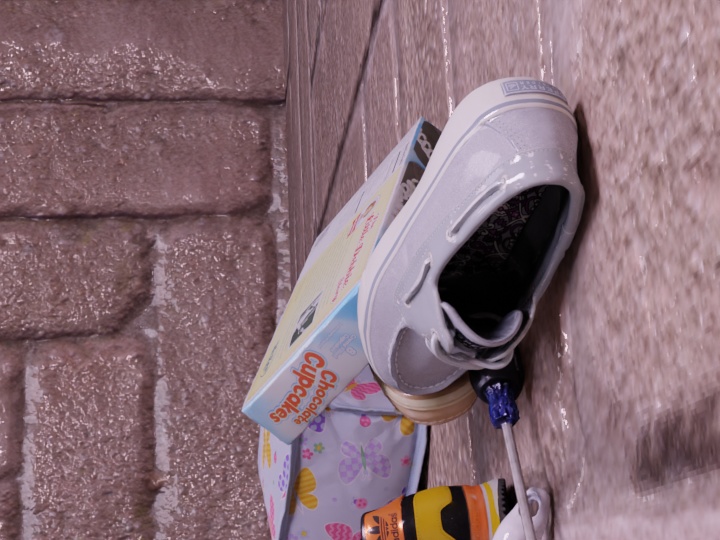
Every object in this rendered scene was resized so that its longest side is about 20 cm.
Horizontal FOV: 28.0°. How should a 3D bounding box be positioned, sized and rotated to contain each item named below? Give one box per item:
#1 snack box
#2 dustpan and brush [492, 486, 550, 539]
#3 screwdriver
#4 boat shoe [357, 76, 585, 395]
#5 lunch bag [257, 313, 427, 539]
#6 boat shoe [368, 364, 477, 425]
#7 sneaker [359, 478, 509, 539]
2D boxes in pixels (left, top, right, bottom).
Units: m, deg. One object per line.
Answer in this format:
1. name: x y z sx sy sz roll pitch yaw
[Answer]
1. snack box: 0.000 0.000 0.830 0.116 0.037 0.200 -48 11 30
2. dustpan and brush: 0.036 0.191 0.663 0.057 0.140 0.200 17 -85 -53
3. screwdriver: 0.072 0.083 0.683 0.200 0.028 0.029 -96 -1 -55
4. boat shoe: 0.047 0.006 0.654 0.201 0.070 0.072 111 158 -46
5. lunch bag: -0.019 0.158 1.150 0.170 0.127 0.200 -111 30 -67
6. boat shoe: 0.039 0.051 0.842 0.200 0.072 0.065 -106 6 -72
7. sneaker: 0.030 0.171 0.819 0.200 0.090 0.070 100 168 -60
